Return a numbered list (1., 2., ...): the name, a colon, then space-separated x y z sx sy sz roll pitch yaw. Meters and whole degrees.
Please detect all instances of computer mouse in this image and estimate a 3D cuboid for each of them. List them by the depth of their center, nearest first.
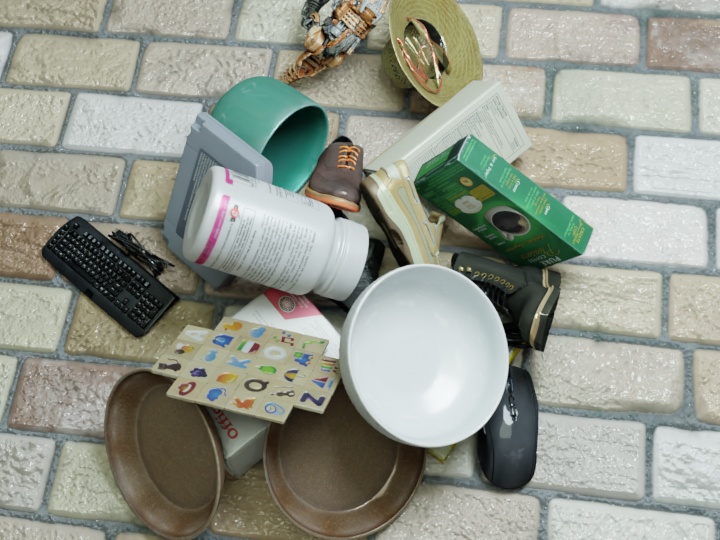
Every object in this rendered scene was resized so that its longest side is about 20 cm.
1. computer mouse: 0.146 0.150 1.239 0.139 0.046 0.202 6 73 -7

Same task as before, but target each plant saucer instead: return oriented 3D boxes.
1. plant saucer: -0.219 0.207 1.211 0.036 0.201 0.201 -14 55 -48
2. plant saucer: -0.020 0.207 1.218 0.198 0.037 0.203 0 89 -20

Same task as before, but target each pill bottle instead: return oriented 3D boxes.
1. pill bottle: -0.098 -0.038 1.235 0.198 0.113 0.114 18 64 -19

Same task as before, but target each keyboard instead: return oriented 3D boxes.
1. keyboard: -0.326 -0.009 1.383 0.199 0.040 0.104 36 74 18

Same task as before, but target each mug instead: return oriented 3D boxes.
1. mug: -0.142 -0.164 1.376 0.114 0.152 0.185 34 71 22

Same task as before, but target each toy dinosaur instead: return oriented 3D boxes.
1. toy dinosaur: -0.045 -0.325 1.447 0.198 0.103 0.136 -18 37 16

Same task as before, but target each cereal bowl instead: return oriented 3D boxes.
1. cereal bowl: 0.063 0.098 1.189 0.198 0.083 0.202 4 79 -21

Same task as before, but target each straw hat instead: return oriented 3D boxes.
1. straw hat: 0.075 -0.297 1.454 0.085 0.200 0.203 -23 55 42

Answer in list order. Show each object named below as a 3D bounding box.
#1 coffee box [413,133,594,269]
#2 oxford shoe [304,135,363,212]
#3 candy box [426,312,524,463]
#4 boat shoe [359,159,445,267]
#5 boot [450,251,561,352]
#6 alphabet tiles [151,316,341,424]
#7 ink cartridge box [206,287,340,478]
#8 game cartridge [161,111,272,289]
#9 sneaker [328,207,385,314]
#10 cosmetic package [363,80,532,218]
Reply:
1. coffee box: 0.171 -0.076 1.283 0.199 0.123 0.044 34 66 -14
2. oxford shoe: -0.028 -0.125 1.327 0.070 0.200 0.073 16 106 -12
3. candy box: 0.115 0.124 1.291 0.102 0.026 0.201 34 72 14
4. boat shoe: 0.075 -0.043 1.290 0.076 0.201 0.072 -34 31 -10
5. boot: 0.162 0.032 1.249 0.137 0.200 0.078 17 101 7
6. alphabet tiles: -0.121 0.107 1.174 0.198 0.006 0.167 12 30 11
7. ink cartridge box: -0.120 0.129 1.277 0.199 0.085 0.146 -36 67 -14
8. game cartridge: -0.180 -0.081 1.332 0.133 0.201 0.041 36 36 16
9. sneaker: 0.001 0.001 1.339 0.199 0.060 0.104 39 78 23
10. cosmetic package: 0.113 -0.148 1.367 0.199 0.104 0.073 -38 23 -14
